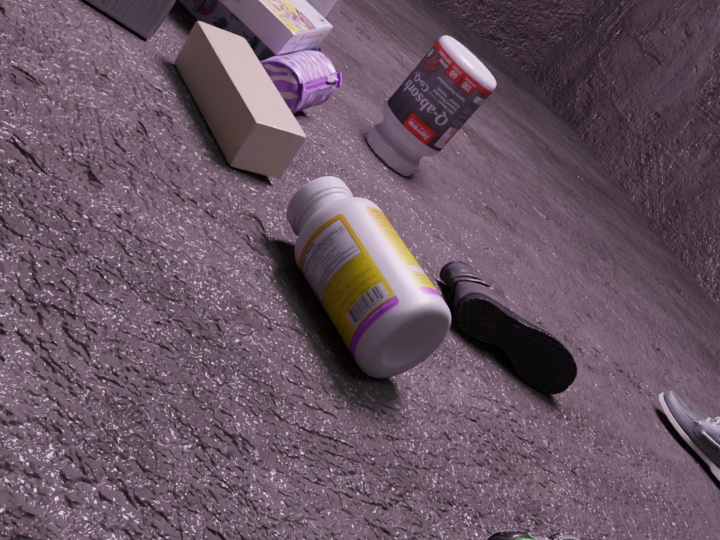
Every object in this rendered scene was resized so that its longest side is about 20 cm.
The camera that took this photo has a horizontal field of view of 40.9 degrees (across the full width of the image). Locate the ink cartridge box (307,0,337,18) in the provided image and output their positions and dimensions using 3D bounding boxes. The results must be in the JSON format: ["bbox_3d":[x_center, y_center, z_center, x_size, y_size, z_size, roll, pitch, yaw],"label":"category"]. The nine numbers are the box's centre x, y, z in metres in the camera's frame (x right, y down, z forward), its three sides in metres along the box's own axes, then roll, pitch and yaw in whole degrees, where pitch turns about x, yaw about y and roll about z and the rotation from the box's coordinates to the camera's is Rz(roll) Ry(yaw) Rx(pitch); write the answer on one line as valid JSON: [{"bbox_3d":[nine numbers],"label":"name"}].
[{"bbox_3d":[-0.068,-0.502,1.700,0.083,0.176,0.201,38,21,-10],"label":"ink cartridge box"}]

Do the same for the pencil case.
[{"bbox_3d":[-0.088,-0.251,1.308,0.084,0.085,0.200,13,20,11],"label":"pencil case"}]

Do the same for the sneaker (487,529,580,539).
[{"bbox_3d":[0.160,0.262,0.818,0.199,0.078,0.085,38,12,-39],"label":"sneaker"}]

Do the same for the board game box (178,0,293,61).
[{"bbox_3d":[-0.186,-0.385,1.421,0.200,0.064,0.147,44,21,5],"label":"board game box"}]

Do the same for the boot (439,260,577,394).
[{"bbox_3d":[0.193,0.065,1.249,0.199,0.070,0.132,41,15,-19],"label":"boot"}]

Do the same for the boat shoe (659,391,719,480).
[{"bbox_3d":[0.545,0.258,1.494,0.072,0.062,0.201,8,41,-57],"label":"boat shoe"}]

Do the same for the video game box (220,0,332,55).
[{"bbox_3d":[-0.145,-0.390,1.355,0.200,0.047,0.182,44,20,1],"label":"video game box"}]

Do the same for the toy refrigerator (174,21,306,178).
[{"bbox_3d":[-0.146,-0.200,1.136,0.075,0.070,0.201,10,37,-43],"label":"toy refrigerator"}]

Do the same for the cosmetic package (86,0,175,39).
[{"bbox_3d":[-0.318,-0.370,1.144,0.198,0.074,0.102,28,25,-30],"label":"cosmetic package"}]

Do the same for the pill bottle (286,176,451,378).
[{"bbox_3d":[0.000,0.000,0.964,0.104,0.104,0.201,15,35,-50],"label":"pill bottle"}]

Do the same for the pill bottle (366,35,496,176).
[{"bbox_3d":[0.107,-0.252,1.502,0.115,0.200,0.116,36,21,-16],"label":"pill bottle"}]
